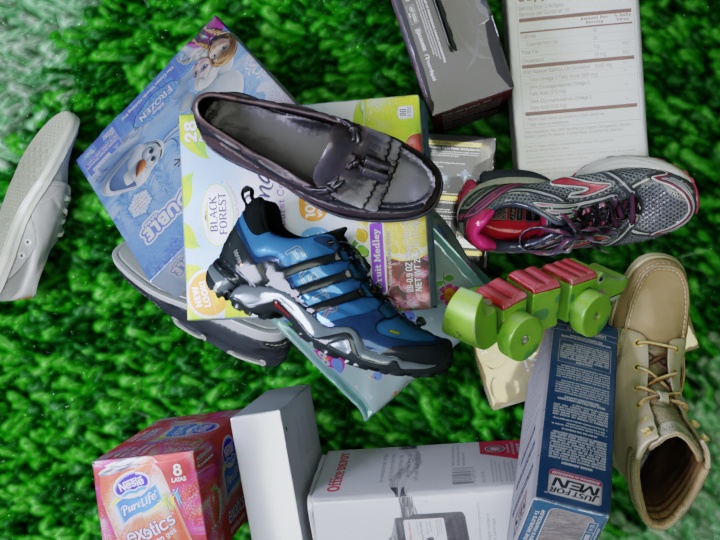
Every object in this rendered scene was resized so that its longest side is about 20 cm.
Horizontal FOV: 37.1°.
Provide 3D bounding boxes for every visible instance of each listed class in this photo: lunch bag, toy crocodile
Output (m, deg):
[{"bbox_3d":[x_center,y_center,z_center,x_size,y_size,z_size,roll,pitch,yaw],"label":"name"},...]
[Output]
[{"bbox_3d":[0.000,0.000,0.954,0.170,0.122,0.200,-41,96,9],"label":"lunch bag"},{"bbox_3d":[0.143,0.023,0.873,0.199,0.067,0.062,-15,121,-34],"label":"toy crocodile"}]

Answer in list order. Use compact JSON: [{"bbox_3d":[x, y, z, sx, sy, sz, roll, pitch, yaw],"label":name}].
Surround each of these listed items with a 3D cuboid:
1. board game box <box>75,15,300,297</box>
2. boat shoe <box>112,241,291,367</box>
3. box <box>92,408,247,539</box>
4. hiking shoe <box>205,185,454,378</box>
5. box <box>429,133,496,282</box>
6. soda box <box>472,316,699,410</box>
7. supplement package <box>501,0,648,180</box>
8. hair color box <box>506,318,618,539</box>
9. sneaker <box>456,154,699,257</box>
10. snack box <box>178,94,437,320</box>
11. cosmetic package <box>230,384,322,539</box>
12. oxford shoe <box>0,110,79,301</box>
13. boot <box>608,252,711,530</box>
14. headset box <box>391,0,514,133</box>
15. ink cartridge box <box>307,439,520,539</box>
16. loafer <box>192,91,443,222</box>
[{"bbox_3d":[-0.152,-0.111,0.993,0.200,0.043,0.199,-45,51,6],"label":"board game box"},{"bbox_3d":[-0.156,0.033,1.042,0.199,0.076,0.061,28,134,18],"label":"boat shoe"},{"bbox_3d":[-0.162,0.196,0.982,0.095,0.200,0.100,-8,91,7],"label":"box"},{"bbox_3d":[-0.017,0.014,0.795,0.199,0.074,0.087,24,97,7],"label":"hiking shoe"},{"bbox_3d":[0.026,-0.053,1.031,0.199,0.049,0.162,4,95,6],"label":"box"},{"bbox_3d":[0.207,0.068,1.012,0.199,0.064,0.068,-18,91,5],"label":"soda box"},{"bbox_3d":[0.193,-0.161,0.977,0.117,0.117,0.201,-4,91,7],"label":"supplement package"},{"bbox_3d":[0.166,0.142,0.879,0.060,0.201,0.100,14,133,4],"label":"hair color box"},{"bbox_3d":[0.180,-0.043,0.893,0.199,0.075,0.081,-6,114,7],"label":"sneaker"},{"bbox_3d":[-0.042,-0.047,0.871,0.199,0.068,0.170,-4,87,10],"label":"snack box"},{"bbox_3d":[-0.065,0.218,0.999,0.051,0.151,0.201,-10,91,5],"label":"cosmetic package"},{"bbox_3d":[-0.317,-0.060,1.061,0.058,0.075,0.201,23,86,-35],"label":"oxford shoe"},{"bbox_3d":[0.250,0.097,0.899,0.072,0.156,0.201,9,105,-1],"label":"boot"},{"bbox_3d":[0.075,-0.208,0.944,0.075,0.200,0.149,-19,91,5],"label":"headset box"},{"bbox_3d":[0.060,0.219,0.989,0.199,0.145,0.084,-5,97,5],"label":"ink cartridge box"},{"bbox_3d":[-0.036,-0.087,0.806,0.199,0.063,0.072,20,89,10],"label":"loafer"}]
